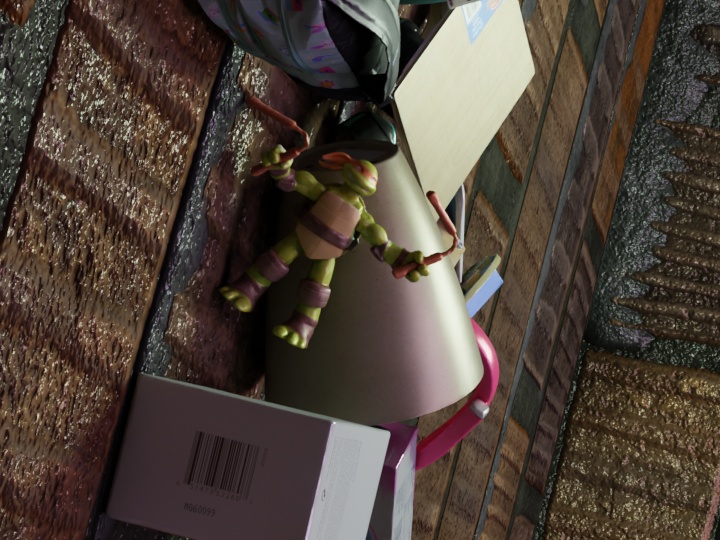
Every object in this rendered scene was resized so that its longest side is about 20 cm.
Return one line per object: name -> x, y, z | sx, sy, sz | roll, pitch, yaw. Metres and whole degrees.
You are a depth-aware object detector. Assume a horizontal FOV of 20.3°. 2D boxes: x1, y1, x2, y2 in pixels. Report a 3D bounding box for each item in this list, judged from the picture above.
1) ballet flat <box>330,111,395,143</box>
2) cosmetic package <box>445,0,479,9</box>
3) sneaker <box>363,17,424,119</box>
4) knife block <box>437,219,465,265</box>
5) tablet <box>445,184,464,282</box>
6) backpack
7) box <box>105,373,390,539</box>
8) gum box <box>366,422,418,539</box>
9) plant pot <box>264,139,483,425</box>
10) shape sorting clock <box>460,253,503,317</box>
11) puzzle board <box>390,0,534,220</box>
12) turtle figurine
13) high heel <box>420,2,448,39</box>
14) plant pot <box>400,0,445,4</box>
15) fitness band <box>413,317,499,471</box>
ballet flat -> -0.010, -0.040, 1.781 | 0.068, 0.068, 0.201 | -13, 107, -50
cosmetic package -> 0.087, -0.329, 1.630 | 0.087, 0.103, 0.201 | 62, 10, -75
sneaker -> 0.051, -0.175, 1.805 | 0.200, 0.104, 0.060 | -48, 148, -63
knife block -> 0.000, -0.003, 1.883 | 0.200, 0.175, 0.064 | 52, 28, -9
tablet -> 0.081, -0.082, 1.919 | 0.200, 0.014, 0.131 | 84, -6, -67
backpack -> -0.036, -0.209, 1.390 | 0.200, 0.126, 0.168 | 30, 62, -74
box -> -0.078, 0.150, 1.490 | 0.200, 0.151, 0.107 | 29, 74, -75
gum box -> -0.013, 0.219, 1.888 | 0.066, 0.113, 0.201 | -58, 157, -51
plant pot -> 0.000, 0.000, 1.665 | 0.187, 0.186, 0.201 | -47, 133, -64
shape sorting clock -> 0.071, 0.055, 2.069 | 0.200, 0.039, 0.200 | -44, -174, 6
puzzle board -> 0.086, -0.161, 1.709 | 0.200, 0.017, 0.151 | -56, 144, -32
turtle figurine -> -0.039, -0.032, 1.555 | 0.162, 0.199, 0.064 | -54, -166, 6
high heel -> 0.069, -0.242, 1.964 | 0.096, 0.067, 0.201 | 19, 69, -35
plant pot -> 0.091, -0.325, 1.770 | 0.200, 0.134, 0.201 | 12, 90, -76
fitness band -> 0.039, 0.108, 1.864 | 0.200, 0.144, 0.037 | -44, -176, 34
